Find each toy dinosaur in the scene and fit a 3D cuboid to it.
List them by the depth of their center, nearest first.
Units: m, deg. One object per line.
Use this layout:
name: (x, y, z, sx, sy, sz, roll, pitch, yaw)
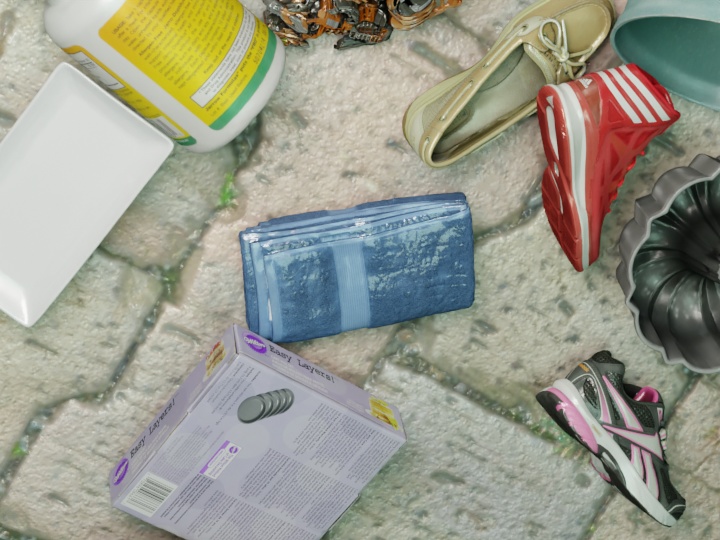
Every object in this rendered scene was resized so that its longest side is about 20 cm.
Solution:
toy dinosaur: (0.022, -0.231, 1.369, 0.200, 0.102, 0.136, -29, 144, -17)

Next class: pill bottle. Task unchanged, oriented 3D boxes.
pill bottle: (-0.160, -0.186, 1.313, 0.200, 0.113, 0.113, 39, 100, -28)

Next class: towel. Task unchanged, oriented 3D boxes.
towel: (0.000, 0.000, 1.484, 0.199, 0.049, 0.112, -10, 118, -11)

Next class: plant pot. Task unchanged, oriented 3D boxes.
plant pot: (0.313, -0.215, 1.404, 0.200, 0.200, 0.134, 25, 79, -25)

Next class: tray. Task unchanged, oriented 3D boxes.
tray: (-0.242, -0.058, 1.382, 0.107, 0.022, 0.200, 37, 108, -12)

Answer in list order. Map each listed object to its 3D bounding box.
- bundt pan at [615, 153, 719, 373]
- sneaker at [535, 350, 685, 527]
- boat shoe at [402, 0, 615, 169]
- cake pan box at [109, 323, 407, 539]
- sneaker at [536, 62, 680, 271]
bundt pan: (0.310, -0.015, 1.548, 0.201, 0.076, 0.202, -6, 116, -13)
sneaker: (0.249, 0.151, 1.614, 0.086, 0.080, 0.200, -44, 125, -5)
boat shoe: (0.126, -0.153, 1.437, 0.200, 0.063, 0.073, -33, 119, 2)
cake pan box: (-0.090, 0.162, 1.519, 0.184, 0.052, 0.200, 28, 114, -25)
sneaker: (0.213, -0.086, 1.468, 0.115, 0.078, 0.200, -20, 142, -7)
